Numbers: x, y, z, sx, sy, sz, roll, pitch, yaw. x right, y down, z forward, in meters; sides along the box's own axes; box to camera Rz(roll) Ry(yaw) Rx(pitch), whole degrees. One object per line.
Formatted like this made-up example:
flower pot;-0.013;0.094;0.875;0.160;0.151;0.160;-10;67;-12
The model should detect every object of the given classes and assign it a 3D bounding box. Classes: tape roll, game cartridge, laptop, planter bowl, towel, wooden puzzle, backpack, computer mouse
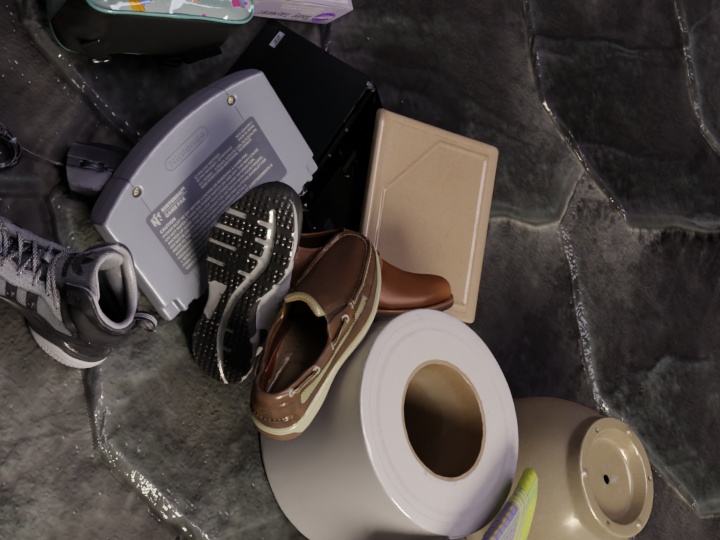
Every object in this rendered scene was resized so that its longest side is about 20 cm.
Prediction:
tape roll;0.028;0.147;1.295;0.202;0.139;0.205;18;63;-40
game cartridge;-0.134;-0.073;1.228;0.200;0.041;0.134;-47;120;-22
laptop;-0.055;-0.111;1.396;0.178;0.102;0.201;-58;142;-39
planter bowl;0.210;0.217;1.454;0.199;0.134;0.202;18;63;-40
towel;0.095;0.277;1.253;0.200;0.023;0.145;-45;152;-40
wooden puzzle;0.062;-0.052;1.446;0.199;0.037;0.187;13;84;-47
backpack;-0.185;-0.295;1.229;0.174;0.153;0.202;-3;68;-32
computer mouse;-0.247;-0.095;1.182;0.199;0.034;0.059;20;63;-39

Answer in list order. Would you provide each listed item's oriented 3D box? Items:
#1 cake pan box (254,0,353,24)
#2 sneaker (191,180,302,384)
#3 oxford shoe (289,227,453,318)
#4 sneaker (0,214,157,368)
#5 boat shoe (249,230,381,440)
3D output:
cake pan box;-0.100;-0.342;1.403;0.199;0.052;0.186;-4;81;-45
sneaker;-0.091;0.000;1.217;0.073;0.201;0.080;28;37;7
oxford shoe;0.000;0.000;1.315;0.198;0.071;0.072;8;104;-22
sneaker;-0.243;-0.006;1.096;0.200;0.113;0.076;42;50;-27
boat shoe;-0.035;0.041;1.203;0.075;0.074;0.204;77;29;-55
